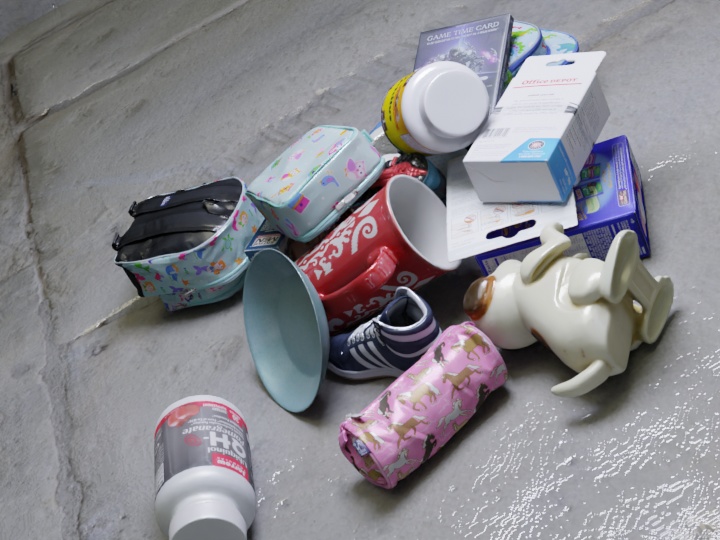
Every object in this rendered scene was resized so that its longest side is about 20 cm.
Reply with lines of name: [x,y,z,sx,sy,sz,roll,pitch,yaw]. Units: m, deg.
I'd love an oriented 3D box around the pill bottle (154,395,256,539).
pill bottle: [-0.173,0.238,1.397,0.111,0.111,0.200,-25,32,5]

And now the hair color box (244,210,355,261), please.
hair color box: [-0.080,-0.056,1.757,0.060,0.100,0.200,-4,39,31]

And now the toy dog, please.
toy dog: [0.215,0.046,1.379,0.200,0.139,0.194,6,73,43]

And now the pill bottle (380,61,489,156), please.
pill bottle: [0.094,-0.199,1.558,0.109,0.109,0.200,-33,7,-8]

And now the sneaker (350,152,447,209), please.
sneaker: [0.046,-0.099,1.654,0.200,0.095,0.079,8,69,56]

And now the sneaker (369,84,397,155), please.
sneaker: [0.063,-0.227,1.911,0.200,0.077,0.111,-36,38,-20]

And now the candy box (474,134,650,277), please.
candy box: [0.245,-0.068,1.546,0.200,0.077,0.169,-15,35,19]

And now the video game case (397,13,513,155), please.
video game case: [0.130,-0.252,1.712,0.143,0.019,0.200,-6,59,33]

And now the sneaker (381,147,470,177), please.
sneaker: [0.116,-0.152,1.720,0.200,0.080,0.074,4,31,19]

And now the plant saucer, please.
plant saucer: [-0.081,0.070,1.519,0.039,0.201,0.201,-11,22,-29]

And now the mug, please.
mug: [-0.003,-0.010,1.538,0.200,0.134,0.177,-34,-17,32]

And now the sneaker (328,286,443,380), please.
sneaker: [0.020,0.074,1.483,0.200,0.109,0.070,4,45,39]

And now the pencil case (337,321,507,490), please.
pencil case: [0.069,0.144,1.366,0.200,0.087,0.083,-40,40,-18]

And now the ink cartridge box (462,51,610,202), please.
ink cartridge box: [0.219,-0.171,1.492,0.116,0.068,0.200,3,47,37]

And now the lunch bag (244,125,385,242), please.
lunch bag: [-0.055,-0.118,1.619,0.160,0.077,0.200,-42,21,-9]

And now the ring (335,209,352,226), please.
ring: [0.051,-0.096,1.726,0.200,0.019,0.201,-4,28,2]

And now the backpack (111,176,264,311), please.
backpack: [-0.230,-0.042,1.802,0.200,0.151,0.178,-17,35,31]

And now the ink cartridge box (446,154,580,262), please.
ink cartridge box: [0.184,-0.083,1.508,0.160,0.047,0.200,-17,39,18]

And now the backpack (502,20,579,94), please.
backpack: [0.217,-0.271,1.795,0.200,0.147,0.183,-36,35,-19]
